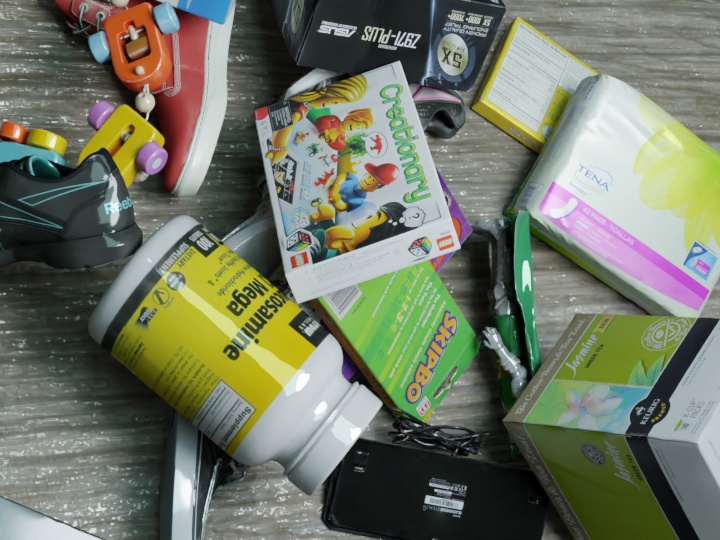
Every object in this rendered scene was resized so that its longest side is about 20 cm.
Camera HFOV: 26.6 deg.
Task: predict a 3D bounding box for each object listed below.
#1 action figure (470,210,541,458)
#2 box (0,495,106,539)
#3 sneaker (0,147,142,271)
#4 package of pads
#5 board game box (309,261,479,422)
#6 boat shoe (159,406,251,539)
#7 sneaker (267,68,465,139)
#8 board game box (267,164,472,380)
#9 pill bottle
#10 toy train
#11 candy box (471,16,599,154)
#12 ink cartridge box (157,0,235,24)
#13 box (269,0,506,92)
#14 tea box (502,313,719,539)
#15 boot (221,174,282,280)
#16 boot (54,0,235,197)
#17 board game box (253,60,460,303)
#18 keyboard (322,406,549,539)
[{"bbox_3d":[0.127,0.057,1.285,0.054,0.118,0.203,-8,85,-2],"label":"action figure"},{"bbox_3d":[-0.218,0.216,1.022,0.198,0.141,0.080,26,63,-16],"label":"box"},{"bbox_3d":[-0.248,-0.042,1.082,0.075,0.197,0.080,-47,130,-66],"label":"sneaker"},{"bbox_3d":[0.251,-0.065,1.373,0.199,0.068,0.156,32,82,-14],"label":"package of pads"},{"bbox_3d":[0.028,0.037,1.210,0.096,0.030,0.201,-51,133,-17],"label":"board game box"},{"bbox_3d":[-0.111,0.128,1.146,0.067,0.074,0.201,10,58,-12],"label":"boat shoe"},{"bbox_3d":[0.015,-0.136,1.295,0.198,0.080,0.087,-17,81,-29],"label":"sneaker"},{"bbox_3d":[0.000,0.000,1.206,0.200,0.032,0.120,-50,139,-15],"label":"board game box"},{"bbox_3d":[-0.086,0.063,1.082,0.199,0.113,0.113,39,60,1],"label":"pill bottle"},{"bbox_3d":[-0.212,-0.115,1.157,0.198,0.056,0.152,-25,68,7],"label":"toy train"},{"bbox_3d":[0.204,-0.140,1.421,0.199,0.026,0.103,33,62,-13],"label":"candy box"},{"bbox_3d":[-0.182,-0.276,1.203,0.198,0.068,0.117,20,29,-6],"label":"ink cartridge box"},{"bbox_3d":[0.009,-0.249,1.275,0.162,0.087,0.201,6,39,-25],"label":"box"},{"bbox_3d":[0.255,0.152,1.216,0.134,0.195,0.201,-50,123,-31],"label":"tea box"},{"bbox_3d":[-0.059,-0.041,1.225,0.199,0.074,0.095,-22,42,-35],"label":"boot"},{"bbox_3d":[-0.179,-0.159,1.213,0.143,0.072,0.202,13,60,-22],"label":"boot"},{"bbox_3d":[-0.007,-0.071,1.146,0.125,0.035,0.201,-19,43,3],"label":"board game box"},{"bbox_3d":[0.065,0.173,1.250,0.198,0.040,0.105,14,90,-23],"label":"keyboard"}]
